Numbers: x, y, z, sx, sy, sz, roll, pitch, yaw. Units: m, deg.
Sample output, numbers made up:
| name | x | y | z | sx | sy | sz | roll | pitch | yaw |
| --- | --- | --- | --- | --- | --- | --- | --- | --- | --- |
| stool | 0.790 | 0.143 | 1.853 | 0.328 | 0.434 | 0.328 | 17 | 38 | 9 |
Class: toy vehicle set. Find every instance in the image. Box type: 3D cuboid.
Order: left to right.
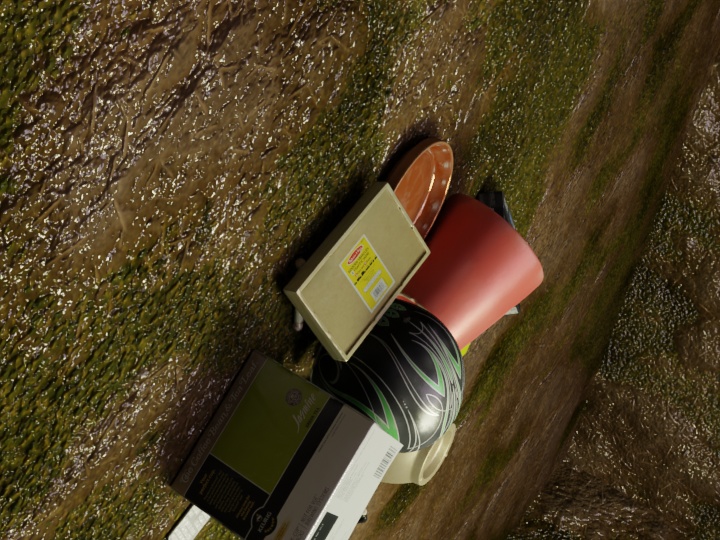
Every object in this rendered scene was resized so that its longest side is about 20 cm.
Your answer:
| name | x | y | z | sx | sy | sz | roll | pitch | yaw |
| --- | --- | --- | --- | --- | --- | --- | --- | --- | --- |
| toy vehicle set | 0.000 | 0.000 | 1.421 | 0.200 | 0.026 | 0.125 | -50 | 124 | -27 |

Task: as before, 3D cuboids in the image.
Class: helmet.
| name | x | y | z | sx | sy | sz | roll | pitch | yaw |
| --- | --- | --- | --- | --- | --- | --- | --- | --- | --- |
| helmet | 0.049 | 0.143 | 1.509 | 0.200 | 0.190 | 0.201 | -47 | 160 | -23 |

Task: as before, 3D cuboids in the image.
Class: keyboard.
| name | x | y | z | sx | sy | sz | roll | pitch | yaw |
| --- | --- | --- | --- | --- | --- | --- | --- | --- | --- |
| keyboard | -0.185 | 0.284 | 1.483 | 0.201 | 0.011 | 0.057 | -52 | 157 | -25 |

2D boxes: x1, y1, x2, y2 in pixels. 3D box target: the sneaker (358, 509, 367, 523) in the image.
| name | x | y | z | sx | sy | sz | roll | pitch | yaw |
| --- | --- | --- | --- | --- | --- | --- | --- | --- | --- |
| sneaker | -0.064 | 0.455 | 1.860 | 0.201 | 0.087 | 0.076 | -52 | 159 | -20 |

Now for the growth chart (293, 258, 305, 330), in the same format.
| name | x | y | z | sx | sy | sz | roll | pitch | yaw |
| --- | --- | --- | --- | --- | --- | --- | --- | --- | --- |
| growth chart | -0.016 | 0.006 | 1.478 | 0.199 | 0.018 | 0.146 | -29 | 144 | -36 |

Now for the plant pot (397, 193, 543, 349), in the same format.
| name | x | y | z | sx | sy | sz | roll | pitch | yaw |
| --- | --- | --- | --- | --- | --- | --- | --- | --- | --- |
| plant pot | 0.152 | 0.015 | 1.712 | 0.178 | 0.200 | 0.201 | -47 | 156 | -12 |

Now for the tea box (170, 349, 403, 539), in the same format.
| name | x | y | z | sx | sy | sz | roll | pitch | yaw |
| --- | --- | --- | --- | --- | --- | --- | --- | --- | --- |
| tea box | -0.089 | 0.242 | 1.390 | 0.201 | 0.195 | 0.134 | -58 | 154 | -7 |

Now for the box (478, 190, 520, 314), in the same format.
| name | x | y | z | sx | sy | sz | roll | pitch | yaw |
| --- | --- | --- | --- | --- | --- | --- | --- | --- | --- |
| box | 0.242 | -0.026 | 1.939 | 0.200 | 0.048 | 0.163 | 52 | 33 | -67 |

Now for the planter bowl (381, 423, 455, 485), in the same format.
| name | x | y | z | sx | sy | sz | roll | pitch | yaw |
| --- | --- | --- | --- | --- | --- | --- | --- | --- | --- |
| planter bowl | 0.079 | 0.282 | 1.916 | 0.201 | 0.134 | 0.201 | -49 | 156 | -31 |

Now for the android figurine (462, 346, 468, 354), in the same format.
| name | x | y | z | sx | sy | sz | roll | pitch | yaw |
| --- | --- | --- | --- | --- | --- | --- | --- | --- | --- |
| android figurine | 0.169 | 0.129 | 2.053 | 0.182 | 0.041 | 0.201 | -40 | 155 | -43 |

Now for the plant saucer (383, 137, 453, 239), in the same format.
| name | x | y | z | sx | sy | sz | roll | pitch | yaw |
| --- | --- | --- | --- | --- | --- | --- | --- | --- | --- |
| plant saucer | 0.065 | -0.094 | 1.574 | 0.200 | 0.032 | 0.202 | -47 | 154 | -32 |
